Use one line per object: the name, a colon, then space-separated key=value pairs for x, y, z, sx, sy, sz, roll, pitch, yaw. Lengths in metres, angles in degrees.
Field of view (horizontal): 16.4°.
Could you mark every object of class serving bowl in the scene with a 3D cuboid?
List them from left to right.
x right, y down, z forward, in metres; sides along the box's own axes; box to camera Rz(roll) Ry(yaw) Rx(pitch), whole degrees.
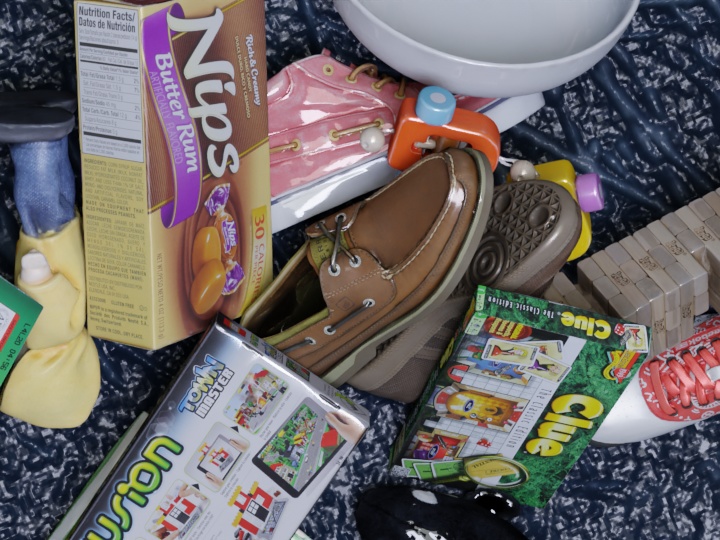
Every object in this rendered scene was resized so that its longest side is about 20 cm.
serving bowl: x=0.069 y=-0.176 z=1.522 sx=0.199 sy=0.066 sz=0.201 roll=6 pitch=51 yaw=-8

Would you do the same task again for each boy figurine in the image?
boy figurine: x=-0.187 y=-0.005 z=1.469 sx=0.064 sy=0.124 sz=0.201 roll=-1 pitch=113 yaw=-3

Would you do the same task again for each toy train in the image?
toy train: x=0.065 y=-0.032 z=1.500 sx=0.149 sy=0.201 sz=0.056 roll=8 pitch=43 yaw=-3

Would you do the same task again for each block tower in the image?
block tower: x=0.195 y=0.002 z=1.499 sx=0.199 sy=0.058 sz=0.054 roll=-27 pitch=51 yaw=-15

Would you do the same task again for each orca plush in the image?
orca plush: x=0.083 y=0.203 z=1.502 sx=0.105 sy=0.071 sz=0.200 roll=-39 pitch=99 yaw=-8

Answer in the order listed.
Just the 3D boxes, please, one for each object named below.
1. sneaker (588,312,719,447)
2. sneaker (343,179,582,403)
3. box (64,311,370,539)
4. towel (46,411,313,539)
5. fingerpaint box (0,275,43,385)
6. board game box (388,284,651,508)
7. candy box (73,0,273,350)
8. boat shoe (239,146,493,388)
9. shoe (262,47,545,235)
sneaker: x=0.227 y=0.054 z=1.530 sx=0.200 sy=0.108 sz=0.068 roll=-17 pitch=87 yaw=-10
sneaker: x=0.072 y=0.014 z=1.471 sx=0.075 sy=0.200 sz=0.071 roll=22 pitch=48 yaw=-34
box: x=-0.094 y=0.137 z=1.454 sx=0.110 sy=0.035 sz=0.201 roll=34 pitch=99 yaw=-6
towel: x=-0.096 y=0.202 z=1.507 sx=0.200 sy=0.023 sz=0.153 roll=38 pitch=81 yaw=-6
fingerpaint box: x=-0.297 y=0.071 z=1.414 sx=0.073 sy=0.166 sz=0.201 roll=39 pitch=75 yaw=-49
board game box: x=0.090 y=0.078 z=1.465 sx=0.104 sy=0.200 sz=0.024 roll=11 pitch=57 yaw=-8
candy box: x=-0.107 y=-0.067 z=1.452 sx=0.116 sy=0.056 sz=0.201 roll=-20 pitch=116 yaw=-52
boat shoe: x=0.000 y=0.000 z=1.437 sx=0.068 sy=0.200 sz=0.072 roll=16 pitch=40 yaw=-31
shoe: x=0.010 y=-0.100 z=1.527 sx=0.199 sy=0.071 sz=0.091 roll=-24 pitch=93 yaw=-7
